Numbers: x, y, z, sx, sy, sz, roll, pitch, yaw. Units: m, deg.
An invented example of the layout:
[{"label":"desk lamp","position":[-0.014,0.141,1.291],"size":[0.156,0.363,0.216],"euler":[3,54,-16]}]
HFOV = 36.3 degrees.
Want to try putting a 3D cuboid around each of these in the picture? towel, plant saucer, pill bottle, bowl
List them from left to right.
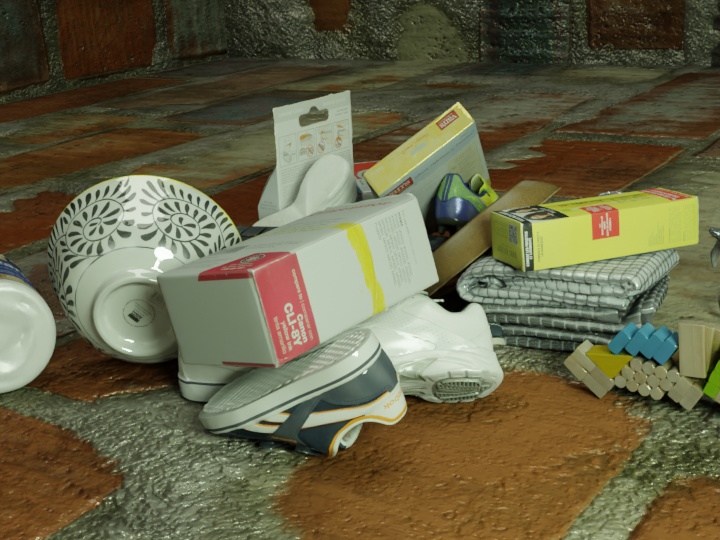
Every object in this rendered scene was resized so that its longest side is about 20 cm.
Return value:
[{"label":"pill bottle","position":[-0.387,0.042,1.125],"size":[0.109,0.113,0.199],"euler":[-12,19,-26]},{"label":"bowl","position":[-0.208,0.021,1.054],"size":[0.197,0.204,0.095],"euler":[-5,32,-3]},{"label":"plant saucer","position":[0.134,-0.041,1.212],"size":[0.199,0.036,0.200],"euler":[-39,-3,-2]},{"label":"towel","position":[0.215,0.021,1.127],"size":[0.197,0.087,0.165],"euler":[4,17,27]}]

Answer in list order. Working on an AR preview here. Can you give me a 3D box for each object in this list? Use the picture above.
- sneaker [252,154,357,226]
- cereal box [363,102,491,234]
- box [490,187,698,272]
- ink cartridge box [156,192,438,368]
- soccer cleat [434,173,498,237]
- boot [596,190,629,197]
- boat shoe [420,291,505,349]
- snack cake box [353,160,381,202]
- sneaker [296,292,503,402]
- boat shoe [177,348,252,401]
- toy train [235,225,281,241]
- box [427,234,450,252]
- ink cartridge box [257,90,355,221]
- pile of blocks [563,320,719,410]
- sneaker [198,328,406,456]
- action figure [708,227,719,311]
[{"label":"sneaker","position":[-0.072,-0.044,1.361],"size":[0.200,0.089,0.075],"euler":[-46,56,-10]},{"label":"cereal box","position":[0.087,-0.110,1.350],"size":[0.143,0.040,0.200],"euler":[-37,-23,-2]},{"label":"box","position":[0.233,-0.042,1.090],"size":[0.196,0.051,0.075],"euler":[-8,14,-16]},{"label":"ink cartridge box","position":[-0.050,0.008,0.948],"size":[0.198,0.085,0.144],"euler":[-26,14,-39]},{"label":"soccer cleat","position":[0.160,-0.074,1.370],"size":[0.064,0.085,0.199],"euler":[3,-4,36]},{"label":"boot","position":[0.271,-0.050,1.319],"size":[0.196,0.092,0.073],"euler":[1,18,14]},{"label":"boat shoe","position":[0.043,0.050,1.066],"size":[0.196,0.063,0.075],"euler":[0,-17,13]},{"label":"snack cake box","position":[0.043,-0.110,1.597],"size":[0.113,0.068,0.200],"euler":[-8,17,-7]},{"label":"sneaker","position":[0.025,0.064,0.975],"size":[0.196,0.078,0.101],"euler":[2,57,-7]},{"label":"boat shoe","position":[-0.074,0.079,1.021],"size":[0.196,0.067,0.072],"euler":[-1,17,8]},{"label":"toy train","position":[-0.154,0.011,1.172],"size":[0.196,0.116,0.087],"euler":[2,17,16]},{"label":"box","position":[0.000,0.000,1.283],"size":[0.155,0.052,0.199],"euler":[7,19,32]},{"label":"ink cartridge box","position":[-0.070,-0.123,1.434],"size":[0.049,0.204,0.160],"euler":[7,19,36]},{"label":"pile of blocks","position":[0.277,0.073,0.942],"size":[0.197,0.084,0.062],"euler":[8,21,34]},{"label":"sneaker","position":[-0.049,0.116,0.902],"size":[0.198,0.080,0.079],"euler":[-21,20,39]},{"label":"action figure","position":[0.461,-0.003,1.121],"size":[0.190,0.107,0.200],"euler":[-9,13,17]}]
